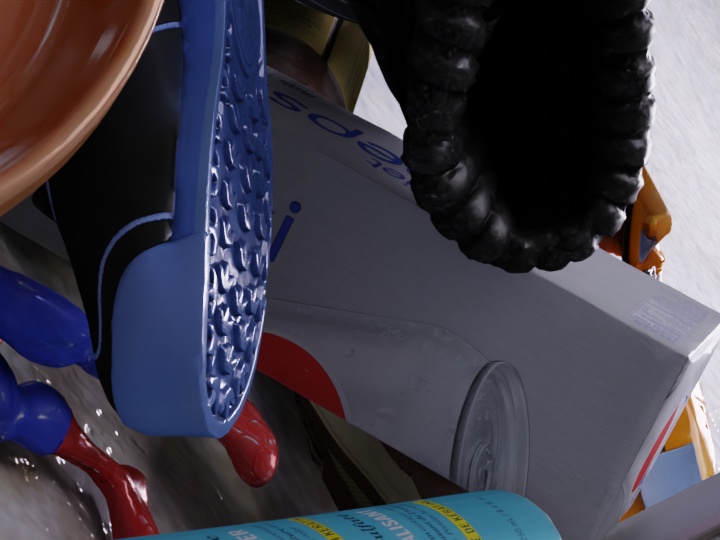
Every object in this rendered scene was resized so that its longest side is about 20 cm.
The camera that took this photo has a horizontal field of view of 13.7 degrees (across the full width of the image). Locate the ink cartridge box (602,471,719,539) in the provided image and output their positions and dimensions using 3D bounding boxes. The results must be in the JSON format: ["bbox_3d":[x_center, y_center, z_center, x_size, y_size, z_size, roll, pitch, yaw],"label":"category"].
[{"bbox_3d":[0.159,0.145,0.860,0.201,0.145,0.083,59,17,-10],"label":"ink cartridge box"}]

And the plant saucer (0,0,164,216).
[{"bbox_3d":[-0.139,-0.090,0.660,0.201,0.199,0.032,63,-25,13],"label":"plant saucer"}]

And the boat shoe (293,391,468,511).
[{"bbox_3d":[0.006,0.043,0.971,0.203,0.074,0.075,-112,-156,-56],"label":"boat shoe"}]

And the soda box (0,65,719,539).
[{"bbox_3d":[0.000,0.000,0.859,0.199,0.069,0.063,30,16,10],"label":"soda box"}]

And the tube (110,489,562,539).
[{"bbox_3d":[-0.027,0.090,0.748,0.199,0.051,0.077,-4,33,-48],"label":"tube"}]

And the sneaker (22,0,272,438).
[{"bbox_3d":[-0.065,-0.053,0.722,0.070,0.077,0.201,62,24,-66],"label":"sneaker"}]

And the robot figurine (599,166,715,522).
[{"bbox_3d":[0.090,0.046,1.036,0.145,0.058,0.201,83,-5,-60],"label":"robot figurine"}]

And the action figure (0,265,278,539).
[{"bbox_3d":[-0.090,0.028,0.724,0.200,0.065,0.099,41,16,-42],"label":"action figure"}]

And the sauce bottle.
[{"bbox_3d":[-0.035,-0.055,1.000,0.065,0.064,0.200,54,19,-14],"label":"sauce bottle"}]

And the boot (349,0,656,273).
[{"bbox_3d":[0.020,-0.115,0.818,0.158,0.079,0.212,-99,167,-74],"label":"boot"}]

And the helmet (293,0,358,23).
[{"bbox_3d":[0.013,-0.174,0.982,0.201,0.199,0.191,55,17,-11],"label":"helmet"}]
